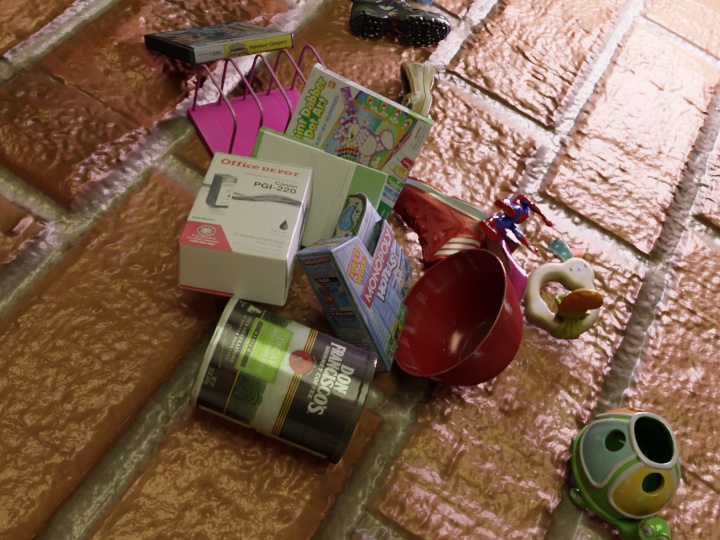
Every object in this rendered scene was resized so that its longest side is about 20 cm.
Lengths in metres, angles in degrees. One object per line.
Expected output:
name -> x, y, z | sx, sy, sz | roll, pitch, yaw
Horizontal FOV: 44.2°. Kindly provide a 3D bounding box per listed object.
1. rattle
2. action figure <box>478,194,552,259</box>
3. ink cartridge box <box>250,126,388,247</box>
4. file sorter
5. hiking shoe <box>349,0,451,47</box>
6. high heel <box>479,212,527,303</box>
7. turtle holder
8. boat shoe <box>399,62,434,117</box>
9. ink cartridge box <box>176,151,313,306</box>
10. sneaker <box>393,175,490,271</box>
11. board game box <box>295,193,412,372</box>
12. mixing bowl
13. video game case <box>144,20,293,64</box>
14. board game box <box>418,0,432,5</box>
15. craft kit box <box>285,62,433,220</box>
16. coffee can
rattle -> 0.331, -0.005, 1.373 | 0.129, 0.144, 0.201 | 20, 55, 20
action figure -> 0.248, -0.066, 1.347 | 0.099, 0.065, 0.200 | 42, 20, 9
ink cartridge box -> -0.075, -0.110, 1.304 | 0.198, 0.147, 0.048 | 18, 12, -7
file sorter -> -0.148, -0.260, 1.395 | 0.198, 0.126, 0.140 | -19, 63, -29
hiking shoe -> 0.076, -0.486, 1.670 | 0.197, 0.076, 0.102 | 6, 57, -14
high heel -> 0.201, -0.012, 1.372 | 0.095, 0.068, 0.201 | 24, 35, -14
turtle holder -> 0.354, 0.269, 1.180 | 0.140, 0.132, 0.186 | 30, 51, 3
boat shoe -> 0.090, -0.294, 1.541 | 0.062, 0.074, 0.202 | 12, 49, -2
ink cartridge box -> -0.149, -0.061, 1.182 | 0.144, 0.085, 0.201 | 9, 41, 1
sneaker -> 0.093, -0.069, 1.372 | 0.198, 0.079, 0.116 | 20, 70, 23
board game box -> 0.000, 0.000, 1.209 | 0.061, 0.200, 0.201 | -4, 49, 32
mixing bowl -> 0.150, 0.083, 1.231 | 0.108, 0.199, 0.202 | 39, 44, -32
video game case -> -0.233, -0.375, 1.448 | 0.179, 0.026, 0.199 | -18, 29, -28
board game box -> 0.061, -0.624, 1.791 | 0.198, 0.037, 0.152 | 16, 52, -6
craft kit box -> -0.019, -0.176, 1.332 | 0.196, 0.202, 0.049 | 25, 19, -1
coffee can -> -0.095, 0.137, 1.112 | 0.198, 0.147, 0.147 | 22, 51, -2
